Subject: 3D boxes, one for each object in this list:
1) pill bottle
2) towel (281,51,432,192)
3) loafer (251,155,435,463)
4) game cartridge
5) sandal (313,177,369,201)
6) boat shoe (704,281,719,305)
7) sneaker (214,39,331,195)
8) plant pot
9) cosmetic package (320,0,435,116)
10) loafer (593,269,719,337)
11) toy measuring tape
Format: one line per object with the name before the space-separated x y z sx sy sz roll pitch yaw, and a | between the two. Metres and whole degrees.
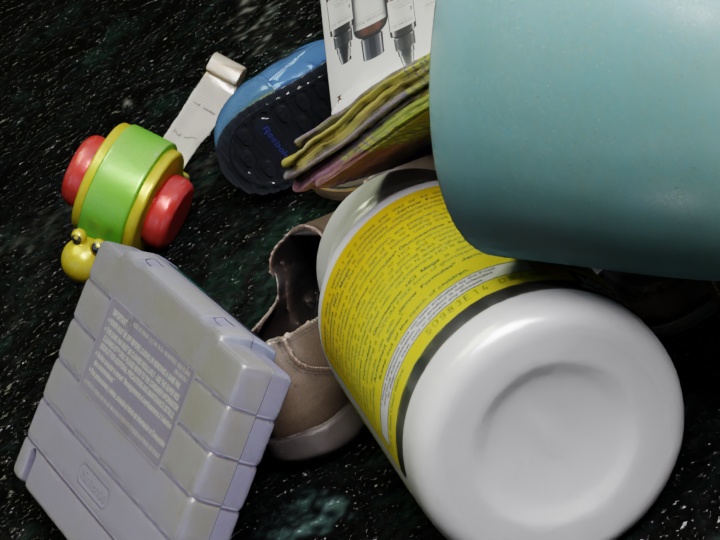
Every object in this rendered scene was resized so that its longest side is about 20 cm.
pill bottle | 0.047 0.030 1.048 0.112 0.113 0.200 -33 27 -2
towel | 0.060 -0.086 1.086 0.143 0.023 0.200 -34 -6 28
loafer | 0.000 0.000 1.194 0.073 0.071 0.201 -13 32 32
game cartridge | -0.096 0.070 1.152 0.130 0.038 0.200 -64 28 5
sandal | 0.057 -0.094 1.306 0.199 0.054 0.081 -19 30 13
boat shoe | 0.220 -0.019 0.990 0.199 0.076 0.072 -18 32 30
sneaker | 0.009 -0.112 1.381 0.199 0.066 0.079 -25 24 14
plant pot | 0.139 -0.087 0.924 0.160 0.202 0.201 14 47 26
cosmetic package | 0.077 -0.133 1.245 0.199 0.051 0.083 -23 53 21
loafer | 0.113 -0.039 1.147 0.072 0.063 0.200 -28 27 7
toy measuring tape | -0.112 -0.070 1.428 0.073 0.074 0.201 -8 37 39
